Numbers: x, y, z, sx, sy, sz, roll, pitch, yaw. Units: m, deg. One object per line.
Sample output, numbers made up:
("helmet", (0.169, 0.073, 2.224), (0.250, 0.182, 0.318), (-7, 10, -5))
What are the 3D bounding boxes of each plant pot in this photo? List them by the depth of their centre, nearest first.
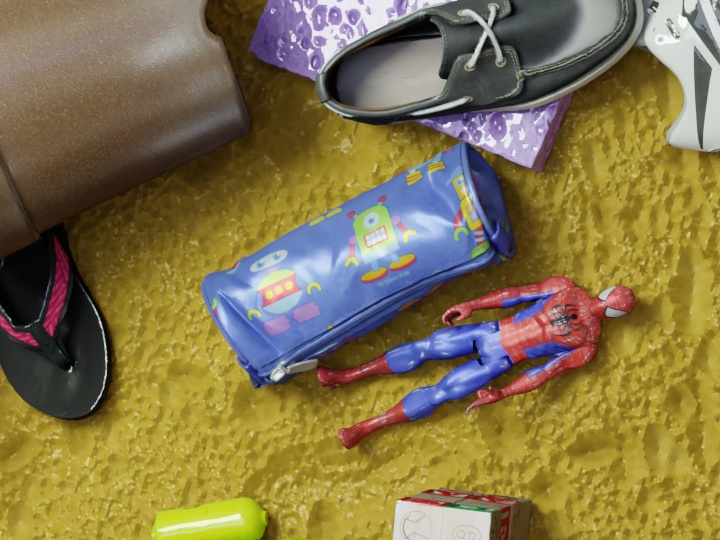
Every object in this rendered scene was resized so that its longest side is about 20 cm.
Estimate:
("plant pot", (-0.180, -0.119, 1.611), (0.197, 0.200, 0.201), (-20, 83, -3))

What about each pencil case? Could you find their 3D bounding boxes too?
("pencil case", (0.000, 0.000, 1.617), (0.199, 0.078, 0.087), (-28, 57, 12))

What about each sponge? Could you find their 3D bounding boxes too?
("sponge", (0.041, -0.148, 1.638), (0.199, 0.030, 0.112), (23, 95, 15))

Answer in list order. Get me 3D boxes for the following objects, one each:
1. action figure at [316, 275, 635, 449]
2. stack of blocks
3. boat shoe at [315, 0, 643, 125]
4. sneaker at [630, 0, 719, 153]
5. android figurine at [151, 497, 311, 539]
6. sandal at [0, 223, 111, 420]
("action figure", (0.074, 0.051, 1.614), (0.199, 0.052, 0.066), (-22, 79, 11))
("stack of blocks", (0.053, 0.235, 1.576), (0.058, 0.115, 0.201), (6, 90, 15))
("boat shoe", (0.070, -0.129, 1.577), (0.199, 0.068, 0.072), (-14, 83, 16))
("sneaker", (0.197, -0.167, 1.574), (0.088, 0.074, 0.201), (-9, 85, 12))
("android figurine", (-0.077, 0.233, 1.649), (0.199, 0.041, 0.183), (-12, 84, 15))
("sandal", (-0.213, 0.001, 1.691), (0.075, 0.045, 0.201), (-17, 84, 12))
